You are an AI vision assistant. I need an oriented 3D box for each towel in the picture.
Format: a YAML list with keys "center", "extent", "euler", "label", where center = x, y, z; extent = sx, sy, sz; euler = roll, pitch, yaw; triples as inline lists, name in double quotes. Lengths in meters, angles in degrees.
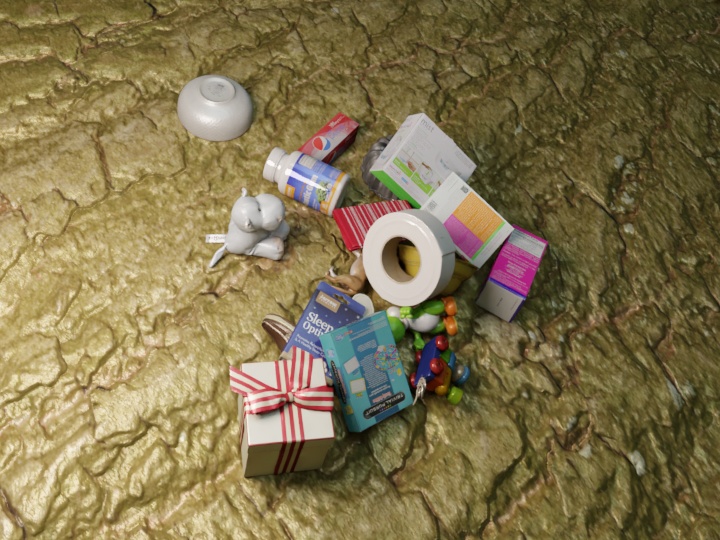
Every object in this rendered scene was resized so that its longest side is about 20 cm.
- center: [0.043, -0.108, 1.695]
  extent: [0.196, 0.023, 0.146]
  euler: [-10, 46, -19]
  label: "towel"

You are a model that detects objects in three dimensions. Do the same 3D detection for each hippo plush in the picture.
- center: [-0.249, -0.123, 1.622]
  extent: [0.196, 0.162, 0.162]
  euler: [-4, 57, -17]
  label: "hippo plush"

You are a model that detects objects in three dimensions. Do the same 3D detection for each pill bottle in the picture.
- center: [-0.133, -0.221, 1.752]
  extent: [0.197, 0.113, 0.113]
  euler: [25, 53, 4]
  label: "pill bottle"

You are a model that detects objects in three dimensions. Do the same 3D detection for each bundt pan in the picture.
- center: [0.102, -0.275, 1.874]
  extent: [0.197, 0.076, 0.205]
  euler: [6, 55, -9]
  label: "bundt pan"

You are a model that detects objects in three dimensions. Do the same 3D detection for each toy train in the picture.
- center: [0.166, 0.242, 1.503]
  extent: [0.115, 0.084, 0.201]
  euler: [39, 38, -13]
  label: "toy train"

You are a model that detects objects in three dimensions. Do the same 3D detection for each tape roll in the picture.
- center: [0.104, -0.029, 1.555]
  extent: [0.203, 0.204, 0.070]
  euler: [46, 31, 19]
  label: "tape roll"

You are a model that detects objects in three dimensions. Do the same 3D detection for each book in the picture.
- center: [0.247, -0.117, 1.713]
  extent: [0.200, 0.048, 0.134]
  euler: [44, 84, 1]
  label: "book"

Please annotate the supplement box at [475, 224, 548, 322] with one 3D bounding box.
- center: [0.365, 0.005, 1.729]
  extent: [0.102, 0.102, 0.201]
  euler: [28, 53, 8]
  label: "supplement box"

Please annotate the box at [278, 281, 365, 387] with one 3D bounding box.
- center: [-0.072, 0.125, 1.489]
  extent: [0.120, 0.032, 0.202]
  euler: [30, 61, -6]
  label: "box"

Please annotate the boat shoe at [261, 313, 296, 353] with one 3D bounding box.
- center: [-0.137, 0.172, 1.502]
  extent: [0.201, 0.075, 0.075]
  euler: [36, 61, 11]
  label: "boat shoe"

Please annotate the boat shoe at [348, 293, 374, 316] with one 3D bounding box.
- center: [-0.005, 0.152, 1.553]
  extent: [0.073, 0.062, 0.204]
  euler: [4, 62, -22]
  label: "boat shoe"

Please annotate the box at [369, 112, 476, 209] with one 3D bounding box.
- center: [0.156, -0.252, 1.766]
  extent: [0.199, 0.096, 0.178]
  euler: [38, 82, -21]
  label: "box"

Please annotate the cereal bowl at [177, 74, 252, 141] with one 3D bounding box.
- center: [-0.374, -0.435, 1.859]
  extent: [0.196, 0.084, 0.203]
  euler: [6, 55, -9]
  label: "cereal bowl"

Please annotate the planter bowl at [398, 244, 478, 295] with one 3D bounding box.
- center: [0.168, 0.007, 1.661]
  extent: [0.196, 0.200, 0.085]
  euler: [16, 89, -3]
  label: "planter bowl"

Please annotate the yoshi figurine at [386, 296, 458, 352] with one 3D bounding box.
- center: [0.117, 0.120, 1.580]
  extent: [0.196, 0.112, 0.115]
  euler: [-8, 76, 0]
  label: "yoshi figurine"

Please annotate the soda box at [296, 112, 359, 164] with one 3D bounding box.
- center: [-0.086, -0.325, 1.867]
  extent: [0.069, 0.064, 0.200]
  euler: [33, 55, 10]
  label: "soda box"

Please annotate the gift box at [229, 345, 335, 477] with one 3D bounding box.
- center: [-0.155, 0.262, 1.362]
  extent: [0.181, 0.188, 0.203]
  euler: [-6, 58, -18]
  label: "gift box"

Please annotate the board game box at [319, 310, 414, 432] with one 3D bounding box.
- center: [0.014, 0.203, 1.464]
  extent: [0.149, 0.047, 0.204]
  euler: [-18, 92, -36]
  label: "board game box"

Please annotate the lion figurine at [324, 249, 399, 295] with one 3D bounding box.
- center: [0.000, 0.000, 1.669]
  extent: [0.122, 0.073, 0.201]
  euler: [36, 69, 0]
  label: "lion figurine"
